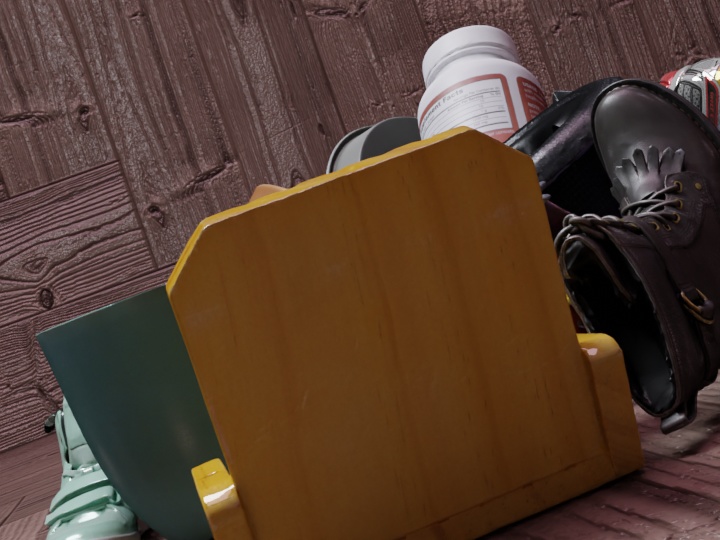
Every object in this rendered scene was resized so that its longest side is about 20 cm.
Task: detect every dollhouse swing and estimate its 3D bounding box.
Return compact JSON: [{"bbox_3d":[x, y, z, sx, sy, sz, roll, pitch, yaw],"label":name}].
[{"bbox_3d":[0.005,0.045,0.649,0.198,0.178,0.182,-21,1,-9],"label":"dollhouse swing"}]

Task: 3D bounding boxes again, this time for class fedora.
[{"bbox_3d":[0.128,-0.044,0.921,0.200,0.092,0.201,-40,6,5],"label":"fedora"}]

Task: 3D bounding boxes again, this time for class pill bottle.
[{"bbox_3d":[0.110,-0.102,1.137,0.110,0.202,0.113,-7,-32,-4],"label":"pill bottle"}]

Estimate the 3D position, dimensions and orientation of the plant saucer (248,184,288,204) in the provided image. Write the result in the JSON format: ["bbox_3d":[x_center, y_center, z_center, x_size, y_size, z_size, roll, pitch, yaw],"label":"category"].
[{"bbox_3d":[0.000,0.000,1.021,0.033,0.199,0.200,-60,9,-9],"label":"plant saucer"}]

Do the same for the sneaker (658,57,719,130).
[{"bbox_3d":[0.294,-0.069,0.955,0.078,0.200,0.082,-55,15,-27],"label":"sneaker"}]

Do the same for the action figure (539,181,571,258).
[{"bbox_3d":[0.070,0.042,0.770,0.133,0.201,0.149,22,54,27],"label":"action figure"}]

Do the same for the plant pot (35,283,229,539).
[{"bbox_3d":[-0.096,0.084,0.901,0.198,0.163,0.201,-19,1,0],"label":"plant pot"}]

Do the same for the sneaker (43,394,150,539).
[{"bbox_3d":[-0.197,0.145,0.944,0.073,0.120,0.200,-18,2,0],"label":"sneaker"}]

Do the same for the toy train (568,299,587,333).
[{"bbox_3d":[0.164,0.042,1.042,0.198,0.056,0.149,-2,8,-44],"label":"toy train"}]

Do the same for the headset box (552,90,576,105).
[{"bbox_3d":[0.235,-0.058,1.044,0.198,0.151,0.077,-3,9,-41],"label":"headset box"}]

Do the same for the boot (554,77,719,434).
[{"bbox_3d":[0.151,-0.020,0.704,0.069,0.202,0.173,-36,-19,31],"label":"boot"}]

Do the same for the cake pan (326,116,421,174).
[{"bbox_3d":[0.062,-0.053,1.185,0.199,0.202,0.037,-20,-16,-45],"label":"cake pan"}]
